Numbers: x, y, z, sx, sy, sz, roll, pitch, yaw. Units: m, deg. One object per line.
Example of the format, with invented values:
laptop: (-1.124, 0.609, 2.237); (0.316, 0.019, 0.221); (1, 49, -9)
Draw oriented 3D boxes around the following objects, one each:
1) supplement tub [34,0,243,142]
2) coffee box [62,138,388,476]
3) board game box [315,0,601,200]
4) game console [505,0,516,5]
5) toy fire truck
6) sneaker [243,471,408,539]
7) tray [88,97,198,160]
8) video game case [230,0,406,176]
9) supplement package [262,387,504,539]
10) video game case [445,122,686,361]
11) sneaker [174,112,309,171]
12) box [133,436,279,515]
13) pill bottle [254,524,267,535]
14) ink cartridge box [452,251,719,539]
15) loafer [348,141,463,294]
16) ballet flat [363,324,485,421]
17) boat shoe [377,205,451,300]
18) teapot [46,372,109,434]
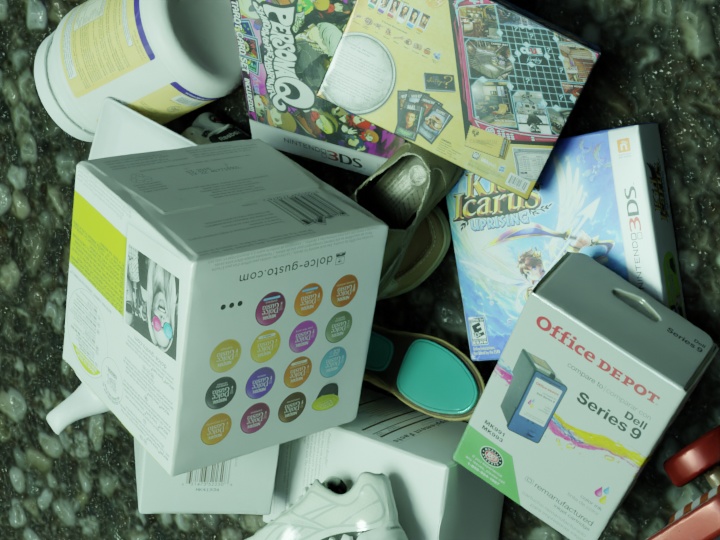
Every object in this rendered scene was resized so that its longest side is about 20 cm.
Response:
supplement tub: (-0.221, -0.219, 1.338); (0.198, 0.145, 0.147); (-17, 87, 37)
coffee box: (-0.122, 0.023, 1.142); (0.199, 0.198, 0.200); (35, 125, 42)
board game box: (0.080, -0.164, 1.089); (0.198, 0.035, 0.137); (27, 110, 1)
game console: (0.074, -0.227, 1.198); (0.198, 0.116, 0.178); (8, 72, 35)
toy fire truck: (0.298, 0.169, 1.000); (0.200, 0.167, 0.113); (-41, 74, 33)
sneaker: (-0.041, 0.230, 1.179); (0.198, 0.075, 0.082); (-19, 73, 35)
tray: (-0.178, -0.083, 1.296); (0.198, 0.022, 0.108); (28, 117, 13)
video game case: (-0.032, -0.186, 1.207); (0.179, 0.036, 0.202); (18, 135, 25)
supplement package: (0.024, 0.197, 1.236); (0.198, 0.119, 0.123); (16, 106, 34)
video game case: (0.172, -0.021, 1.141); (0.198, 0.045, 0.184); (-8, 91, 37)
sneaker: (-0.139, -0.117, 1.337); (0.198, 0.074, 0.090); (-1, 99, 36)
box: (-0.152, 0.134, 1.258); (0.201, 0.123, 0.099); (-112, 28, -61)
pill bottle: (-0.041, 0.351, 1.316); (0.108, 0.108, 0.203); (-7, 93, 37)
ink cartridge box: (0.181, 0.108, 1.088); (0.145, 0.087, 0.201); (33, 128, 15)
loafer: (0.013, -0.043, 1.173); (0.076, 0.067, 0.201); (39, 111, 17)
ballet flat: (0.046, 0.089, 1.241); (0.199, 0.063, 0.069); (24, 86, 36)
boat shoe: (0.000, 0.000, 1.257); (0.199, 0.066, 0.075); (-34, 77, 35)
teapot: (-0.242, 0.065, 1.397); (0.195, 0.145, 0.203); (-5, 94, 36)
